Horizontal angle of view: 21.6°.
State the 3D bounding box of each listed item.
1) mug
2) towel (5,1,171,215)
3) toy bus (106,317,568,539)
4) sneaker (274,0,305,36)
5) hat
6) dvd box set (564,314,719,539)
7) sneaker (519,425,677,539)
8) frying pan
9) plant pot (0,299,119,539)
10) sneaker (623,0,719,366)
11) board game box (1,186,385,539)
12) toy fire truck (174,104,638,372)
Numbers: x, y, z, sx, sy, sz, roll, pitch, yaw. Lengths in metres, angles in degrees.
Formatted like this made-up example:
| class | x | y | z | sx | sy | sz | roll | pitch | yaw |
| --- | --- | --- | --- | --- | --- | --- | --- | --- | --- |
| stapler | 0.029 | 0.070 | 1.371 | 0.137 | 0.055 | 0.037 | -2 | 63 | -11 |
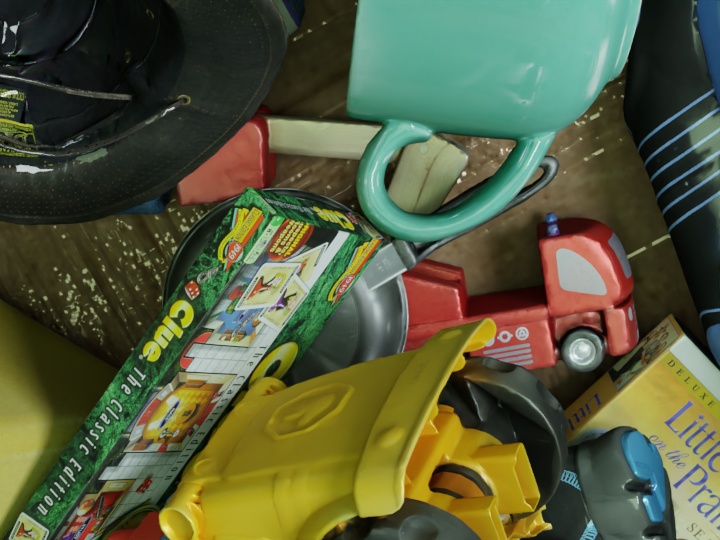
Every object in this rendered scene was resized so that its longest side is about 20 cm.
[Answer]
| class | x | y | z | sx | sy | sz | roll | pitch | yaw |
| --- | --- | --- | --- | --- | --- | --- | --- | --- | --- |
| mug | 0.058 | -0.120 | 0.802 | 0.113 | 0.153 | 0.186 | 8 | 125 | 0 |
| towel | -0.184 | -0.082 | 0.876 | 0.198 | 0.049 | 0.113 | 3 | 103 | 3 |
| toy bus | -0.004 | 0.140 | 0.775 | 0.190 | 0.136 | 0.202 | -12 | 113 | 26 |
| sneaker | -0.018 | -0.206 | 0.808 | 0.146 | 0.081 | 0.201 | -28 | 129 | -6 |
| hat | -0.127 | -0.104 | 0.784 | 0.199 | 0.201 | 0.082 | -16 | 59 | 7 |
| dvd box set | 0.124 | 0.138 | 0.898 | 0.200 | 0.029 | 0.146 | -43 | 108 | 11 |
| sneaker | 0.122 | 0.164 | 0.863 | 0.081 | 0.073 | 0.202 | -16 | 108 | 21 |
| frying pan | 0.001 | 0.017 | 0.845 | 0.188 | 0.031 | 0.116 | -6 | 103 | 10 |
| plant pot | -0.229 | 0.101 | 0.815 | 0.199 | 0.176 | 0.201 | 29 | 93 | 13 |
| sneaker | 0.160 | -0.049 | 0.844 | 0.070 | 0.078 | 0.202 | -14 | 105 | -31 |
| board game box | -0.073 | 0.056 | 0.792 | 0.023 | 0.105 | 0.201 | 40 | 104 | 20 |
| toy fire truck | 0.022 | -0.015 | 0.874 | 0.198 | 0.049 | 0.143 | -10 | 102 | 6 |
